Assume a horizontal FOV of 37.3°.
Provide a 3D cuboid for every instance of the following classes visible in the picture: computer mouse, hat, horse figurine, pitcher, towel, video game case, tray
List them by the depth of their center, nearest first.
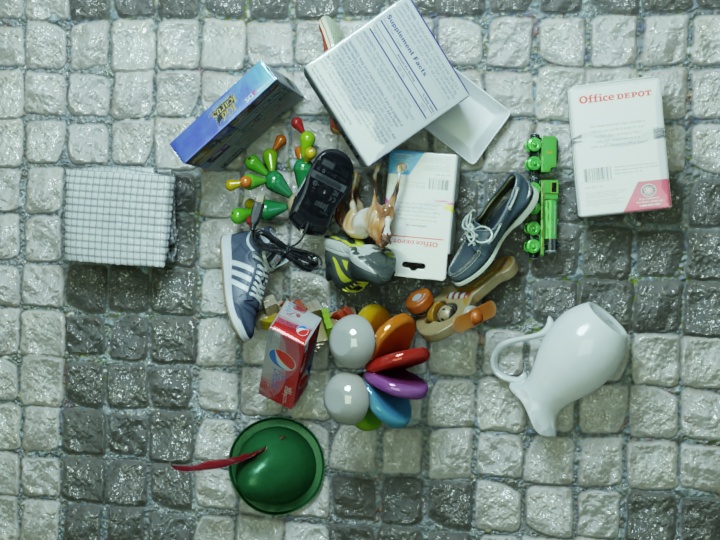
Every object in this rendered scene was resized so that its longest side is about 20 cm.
[{"bbox_3d":[0.311,0.135,1.697,0.172,0.121,0.201,46,110,21],"label":"pitcher"},{"bbox_3d":[0.009,-0.098,1.728,0.049,0.199,0.135,9,83,-33],"label":"horse figurine"},{"bbox_3d":[-0.101,-0.112,1.736,0.138,0.046,0.203,19,93,-14],"label":"computer mouse"},{"bbox_3d":[-0.198,-0.246,1.737,0.199,0.181,0.046,-41,85,8],"label":"video game case"},{"bbox_3d":[-0.169,0.340,1.748,0.197,0.176,0.168,-22,88,10],"label":"hat"},{"bbox_3d":[0.140,-0.275,1.757,0.199,0.022,0.108,38,97,7],"label":"tray"},{"bbox_3d":[-0.405,-0.093,1.831,0.196,0.086,0.169,3,90,12],"label":"towel"}]

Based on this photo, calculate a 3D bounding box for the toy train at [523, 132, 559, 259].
[{"bbox_3d":[0.294,-0.120,1.725,0.055,0.042,0.204,0,91,-1],"label":"toy train"}]

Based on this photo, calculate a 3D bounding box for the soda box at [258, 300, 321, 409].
[{"bbox_3d":[-0.116,0.140,1.731,0.069,0.202,0.064,25,52,9],"label":"soda box"}]

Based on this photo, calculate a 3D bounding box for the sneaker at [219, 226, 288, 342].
[{"bbox_3d":[-0.170,0.015,1.767,0.106,0.070,0.203,-15,59,7],"label":"sneaker"}]

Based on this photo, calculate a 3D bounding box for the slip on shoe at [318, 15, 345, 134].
[{"bbox_3d":[-0.043,-0.321,1.767,0.060,0.074,0.204,-13,90,22],"label":"slip on shoe"}]

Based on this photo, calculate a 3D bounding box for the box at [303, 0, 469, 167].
[{"bbox_3d":[0.038,-0.295,1.682,0.198,0.105,0.186,-34,96,-1],"label":"box"}]

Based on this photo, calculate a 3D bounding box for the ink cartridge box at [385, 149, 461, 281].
[{"bbox_3d":[0.098,-0.090,1.745,0.113,0.068,0.204,6,92,11],"label":"ink cartridge box"}]

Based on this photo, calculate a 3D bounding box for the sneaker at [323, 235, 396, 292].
[{"bbox_3d":[0.000,0.000,1.726,0.073,0.200,0.086,-3,106,-24],"label":"sneaker"}]

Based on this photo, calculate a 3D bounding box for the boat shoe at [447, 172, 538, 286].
[{"bbox_3d":[0.200,-0.065,1.690,0.061,0.075,0.200,33,105,-34],"label":"boat shoe"}]

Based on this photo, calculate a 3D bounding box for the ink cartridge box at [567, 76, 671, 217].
[{"bbox_3d":[0.405,-0.191,1.679,0.143,0.083,0.204,-5,91,10],"label":"ink cartridge box"}]

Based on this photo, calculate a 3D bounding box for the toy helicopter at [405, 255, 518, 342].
[{"bbox_3d":[0.177,0.045,1.714,0.199,0.132,0.079,-37,115,-8],"label":"toy helicopter"}]

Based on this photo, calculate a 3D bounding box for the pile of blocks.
[{"bbox_3d":[-0.093,0.083,1.768,0.196,0.083,0.063,4,135,11],"label":"pile of blocks"}]

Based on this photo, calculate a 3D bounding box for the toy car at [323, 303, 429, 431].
[{"bbox_3d":[0.042,0.160,1.692,0.148,0.174,0.204,10,96,35],"label":"toy car"}]

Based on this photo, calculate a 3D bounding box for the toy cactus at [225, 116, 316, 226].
[{"bbox_3d":[-0.123,-0.137,1.776,0.165,0.102,0.201,42,81,-8],"label":"toy cactus"}]
